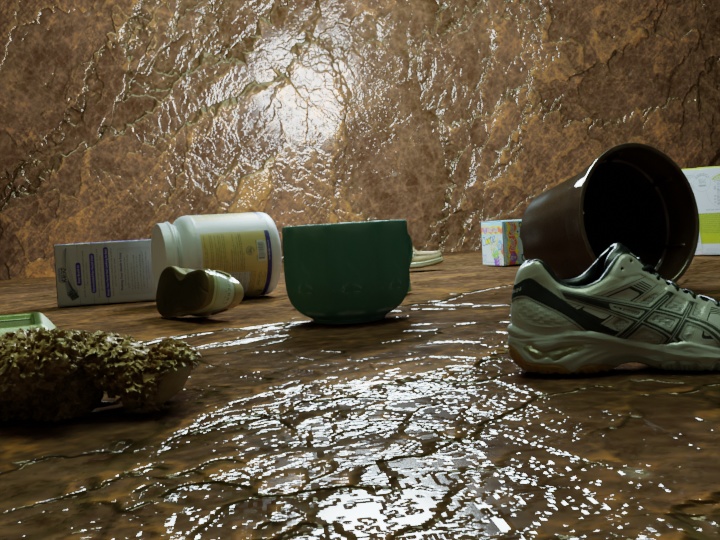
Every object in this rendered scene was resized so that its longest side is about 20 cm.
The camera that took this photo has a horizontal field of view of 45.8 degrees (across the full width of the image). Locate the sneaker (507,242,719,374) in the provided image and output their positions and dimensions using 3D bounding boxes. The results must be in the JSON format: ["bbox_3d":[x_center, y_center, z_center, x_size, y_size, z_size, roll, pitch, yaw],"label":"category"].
[{"bbox_3d":[0.203,0.024,0.604,0.196,0.089,0.076,-2,1,-3],"label":"sneaker"}]

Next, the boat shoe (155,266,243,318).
[{"bbox_3d":[-0.225,0.034,1.172,0.066,0.075,0.199,10,-3,-33],"label":"boat shoe"}]

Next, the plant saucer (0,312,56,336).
[{"bbox_3d":[-0.343,0.070,0.726,0.197,0.049,0.199,-5,3,-22],"label":"plant saucer"}]

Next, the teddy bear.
[{"bbox_3d":[-0.201,0.061,0.556,0.196,0.068,0.145,-2,1,5],"label":"teddy bear"}]

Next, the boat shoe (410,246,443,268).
[{"bbox_3d":[0.094,-0.039,1.980,0.196,0.068,0.074,-3,3,-1],"label":"boat shoe"}]

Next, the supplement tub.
[{"bbox_3d":[-0.248,-0.023,1.458,0.197,0.148,0.145,-5,3,-25],"label":"supplement tub"}]

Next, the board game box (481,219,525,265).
[{"bbox_3d":[0.399,-0.070,2.030,0.197,0.105,0.105,-4,3,-21],"label":"board game box"}]

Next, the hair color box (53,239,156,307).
[{"bbox_3d":[-0.443,0.003,1.532,0.196,0.111,0.065,-3,3,-11],"label":"hair color box"}]

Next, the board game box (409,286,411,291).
[{"bbox_3d":[-0.008,0.030,1.304,0.132,0.030,0.200,-3,3,15],"label":"board game box"}]

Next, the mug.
[{"bbox_3d":[-0.001,0.001,1.021,0.182,0.117,0.152,-3,2,-18],"label":"mug"}]

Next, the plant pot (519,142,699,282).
[{"bbox_3d":[0.341,-0.059,1.226,0.197,0.204,0.198,-4,-5,-21],"label":"plant pot"}]

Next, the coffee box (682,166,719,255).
[{"bbox_3d":[0.831,-0.141,1.974,0.198,0.202,0.198,-6,4,-44],"label":"coffee box"}]
